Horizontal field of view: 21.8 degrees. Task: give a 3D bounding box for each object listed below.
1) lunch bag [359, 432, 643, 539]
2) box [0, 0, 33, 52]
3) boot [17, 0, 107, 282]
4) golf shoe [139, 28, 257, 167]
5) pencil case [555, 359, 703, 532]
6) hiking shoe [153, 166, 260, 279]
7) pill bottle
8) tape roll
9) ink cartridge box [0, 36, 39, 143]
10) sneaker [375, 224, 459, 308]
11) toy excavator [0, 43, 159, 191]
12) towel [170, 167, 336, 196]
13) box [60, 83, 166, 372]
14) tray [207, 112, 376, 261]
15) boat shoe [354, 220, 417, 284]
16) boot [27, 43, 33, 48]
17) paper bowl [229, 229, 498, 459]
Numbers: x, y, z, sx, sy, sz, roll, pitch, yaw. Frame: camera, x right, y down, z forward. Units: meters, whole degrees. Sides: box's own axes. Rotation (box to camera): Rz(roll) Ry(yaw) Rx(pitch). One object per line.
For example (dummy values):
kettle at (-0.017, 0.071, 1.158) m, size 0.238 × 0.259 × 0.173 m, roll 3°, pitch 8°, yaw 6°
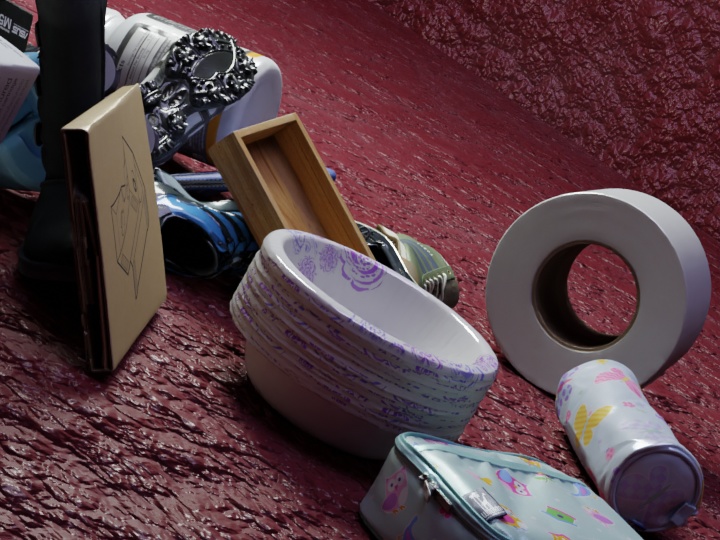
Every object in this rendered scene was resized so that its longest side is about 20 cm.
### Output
lunch bag at (0.103, 0.179, 1.264) m, size 0.199 × 0.077 × 0.160 m, roll 19°, pitch 18°, yaw -39°
box at (-0.392, -0.226, 1.500) m, size 0.191 × 0.048 × 0.200 m, roll 10°, pitch -5°, yaw 18°
boot at (-0.207, -0.105, 1.335) m, size 0.065 × 0.202 × 0.165 m, roll 3°, pitch 14°, yaw -9°
golf shoe at (-0.171, -0.147, 1.669) m, size 0.078 × 0.094 × 0.200 m, roll 50°, pitch 44°, yaw -2°
pencil case at (0.233, 0.150, 1.630) m, size 0.090 × 0.084 × 0.200 m, roll 24°, pitch 15°, yaw -18°
hiking shoe at (-0.120, -0.018, 1.532) m, size 0.199 × 0.075 × 0.087 m, roll 16°, pitch 33°, yaw -29°
pill bottle at (-0.184, -0.179, 1.797) m, size 0.199 × 0.117 × 0.116 m, roll 22°, pitch 11°, yaw 16°
tape roll at (0.237, 0.021, 1.847) m, size 0.202 × 0.204 × 0.139 m, roll 34°, pitch 15°, yaw 14°
ink cartridge box at (-0.317, -0.095, 1.196) m, size 0.084 × 0.147 × 0.200 m, roll 36°, pitch 15°, yaw 16°
sneaker at (0.056, 0.010, 1.774) m, size 0.089 × 0.068 × 0.200 m, roll 23°, pitch 12°, yaw -11°
toy excavator at (-0.282, -0.111, 1.428) m, size 0.100 × 0.200 × 0.195 m, roll 5°, pitch -50°, yaw 53°
towel at (-0.118, -0.076, 1.662) m, size 0.144 × 0.024 × 0.200 m, roll -2°, pitch 4°, yaw 20°
box at (-0.169, -0.035, 1.301) m, size 0.021 × 0.165 × 0.200 m, roll -3°, pitch 13°, yaw 5°
tray at (-0.043, -0.027, 1.536) m, size 0.098 × 0.037 × 0.201 m, roll -25°, pitch 85°, yaw -57°
boat shoe at (0.000, 0.000, 1.661) m, size 0.062 × 0.075 × 0.200 m, roll 45°, pitch 2°, yaw -38°
boot at (-0.272, -0.146, 1.643) m, size 0.198 × 0.074 × 0.162 m, roll 40°, pitch 10°, yaw 26°
paper bowl at (-0.006, 0.063, 1.386) m, size 0.200 × 0.105 × 0.201 m, roll 29°, pitch 15°, yaw -8°
